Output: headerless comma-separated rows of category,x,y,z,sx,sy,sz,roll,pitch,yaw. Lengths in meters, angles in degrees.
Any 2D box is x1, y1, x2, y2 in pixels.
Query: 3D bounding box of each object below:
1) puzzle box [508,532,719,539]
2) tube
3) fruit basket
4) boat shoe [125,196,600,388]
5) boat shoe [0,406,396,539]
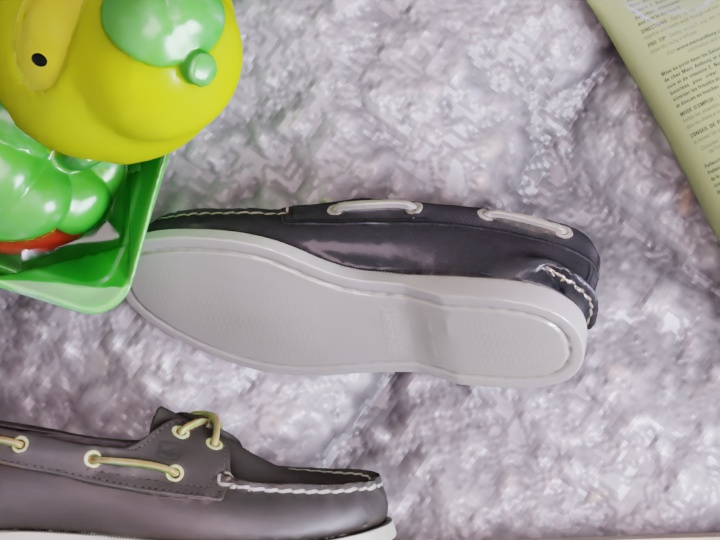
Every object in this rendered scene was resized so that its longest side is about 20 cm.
puzzle box,0.077,0.177,1.237,0.199,0.025,0.134,-3,87,-1
tube,0.164,-0.048,1.240,0.058,0.052,0.201,-19,83,-43
fruit basket,-0.120,-0.091,1.157,0.155,0.216,0.217,16,88,-1
boat shoe,0.000,0.000,1.225,0.199,0.074,0.061,5,46,15
boat shoe,-0.085,0.086,1.214,0.200,0.072,0.061,0,92,1
